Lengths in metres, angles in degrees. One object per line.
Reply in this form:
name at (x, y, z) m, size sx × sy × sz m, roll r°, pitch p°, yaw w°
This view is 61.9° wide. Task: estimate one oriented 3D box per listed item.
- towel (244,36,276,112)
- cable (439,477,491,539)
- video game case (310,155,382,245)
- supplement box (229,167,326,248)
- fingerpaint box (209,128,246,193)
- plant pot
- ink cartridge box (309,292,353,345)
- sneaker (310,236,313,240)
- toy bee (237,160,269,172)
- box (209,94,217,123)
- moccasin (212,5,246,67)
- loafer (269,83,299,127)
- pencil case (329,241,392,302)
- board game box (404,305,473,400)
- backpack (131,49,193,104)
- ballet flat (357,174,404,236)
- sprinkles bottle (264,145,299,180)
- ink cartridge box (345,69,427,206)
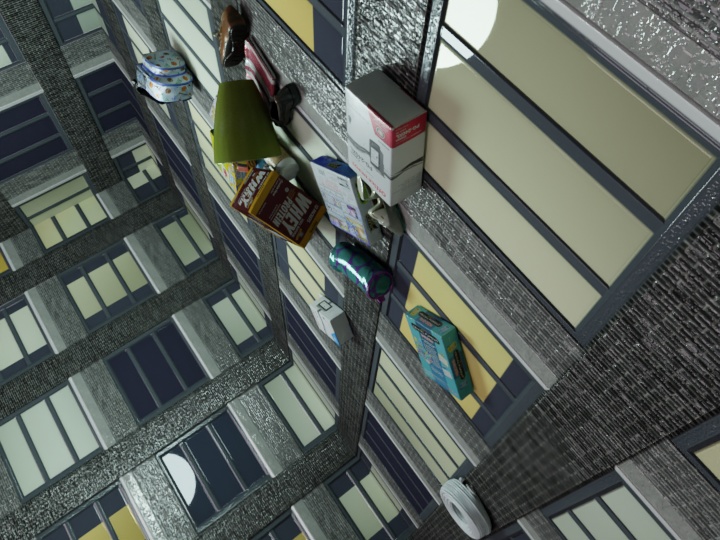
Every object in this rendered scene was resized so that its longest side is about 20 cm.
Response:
towel at (-0.269, -0.501, 1.601) m, size 0.145 × 0.023 × 0.200 m, roll 58°, pitch 161°, yaw 11°
cable at (0.337, 0.766, 1.929) m, size 0.201 × 0.069 × 0.200 m, roll 55°, pitch 160°, yaw 10°
video game case at (-0.035, -0.176, 1.483) m, size 0.199 × 0.045 × 0.184 m, roll 34°, pitch 147°, yaw 51°
supplement box at (-0.239, -0.183, 1.728) m, size 0.196 × 0.134 × 0.199 m, roll 33°, pitch 174°, yaw -31°
fingerpaint box at (-0.463, -0.401, 2.168) m, size 0.168 × 0.073 × 0.201 m, roll 54°, pitch 161°, yaw 15°
plant pot at (-0.315, -0.399, 1.605) m, size 0.186 × 0.184 × 0.204 m, roll 19°, pitch 119°, yaw 61°
ink cartridge box at (-0.114, 0.172, 2.164) m, size 0.199 × 0.067 × 0.118 m, roll 32°, pitch 147°, yaw 54°
sneaker at (-0.217, -0.144, 1.933) m, size 0.199 × 0.078 × 0.081 m, roll 28°, pitch 139°, yaw 53°
toy bee at (-0.335, -0.367, 1.847) m, size 0.200 × 0.128 × 0.111 m, roll -125°, pitch 38°, yaw -69°
box at (-0.476, -0.549, 2.029) m, size 0.042 × 0.038 × 0.199 m, roll 60°, pitch 161°, yaw -8°
moccasin at (-0.340, -0.604, 1.563) m, size 0.202 × 0.073 × 0.079 m, roll 122°, pitch 125°, yaw -72°
loafer at (-0.210, -0.415, 1.531) m, size 0.073 × 0.062 × 0.200 m, roll 61°, pitch 161°, yaw -2°
pencil case at (0.000, 0.000, 1.600) m, size 0.199 × 0.084 × 0.094 m, roll 38°, pitch 137°, yaw 46°
board game box at (0.194, 0.200, 1.475) m, size 0.150 × 0.047 × 0.203 m, roll 30°, pitch 146°, yaw 54°
backpack at (-0.692, -0.693, 2.162) m, size 0.191 × 0.198 × 0.155 m, roll 47°, pitch 145°, yaw 20°
ballet flat at (0.035, -0.154, 1.316) m, size 0.067 × 0.063 × 0.203 m, roll 23°, pitch 140°, yaw 59°
sprinkles bottle at (-0.257, -0.345, 1.747) m, size 0.201 × 0.068 × 0.069 m, roll 49°, pitch 159°, yaw 25°
ink cartridge box at (0.045, -0.243, 1.126) m, size 0.145 × 0.083 × 0.202 m, roll 47°, pitch 158°, yaw 28°
